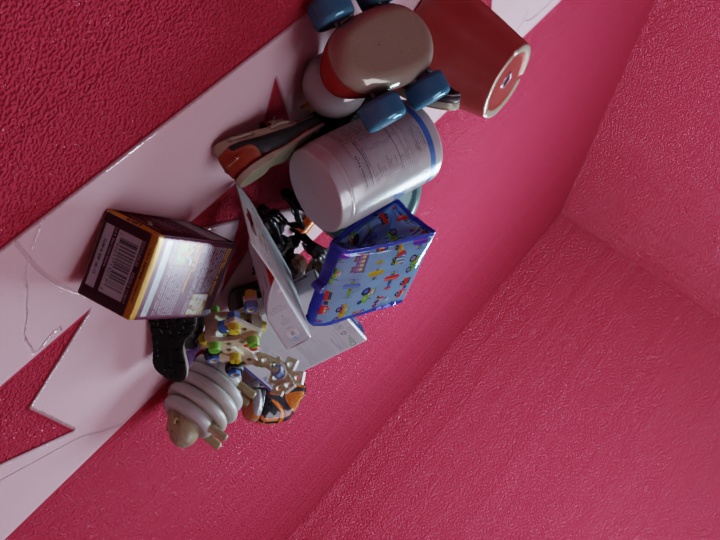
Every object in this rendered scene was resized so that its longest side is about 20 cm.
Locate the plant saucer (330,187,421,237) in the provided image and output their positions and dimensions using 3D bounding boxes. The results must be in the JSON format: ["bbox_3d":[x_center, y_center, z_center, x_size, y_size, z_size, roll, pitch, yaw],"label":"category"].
[{"bbox_3d":[0.026,-0.128,1.464,0.197,0.036,0.204,-10,109,-31],"label":"plant saucer"}]

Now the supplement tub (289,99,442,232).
[{"bbox_3d":[0.010,-0.154,1.337,0.199,0.132,0.133,-30,153,-27],"label":"supplement tub"}]

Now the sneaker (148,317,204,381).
[{"bbox_3d":[-0.269,0.070,1.383,0.201,0.075,0.088,109,5,-45],"label":"sneaker"}]

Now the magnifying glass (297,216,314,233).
[{"bbox_3d":[-0.050,-0.139,1.645,0.201,0.022,0.080,-51,163,-12],"label":"magnifying glass"}]

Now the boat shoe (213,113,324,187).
[{"bbox_3d":[-0.123,-0.182,1.287,0.200,0.063,0.071,-39,175,-44],"label":"boat shoe"}]

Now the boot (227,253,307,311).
[{"bbox_3d":[-0.147,0.088,1.623,0.200,0.063,0.189,-38,116,-52],"label":"boot"}]

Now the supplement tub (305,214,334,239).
[{"bbox_3d":[0.004,-0.151,1.553,0.201,0.144,0.145,-52,163,-9],"label":"supplement tub"}]

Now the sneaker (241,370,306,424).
[{"bbox_3d":[-0.159,0.178,1.662,0.111,0.204,0.077,11,160,-36],"label":"sneaker"}]

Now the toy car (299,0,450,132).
[{"bbox_3d":[-0.010,-0.280,1.304,0.176,0.186,0.199,-31,-177,-35],"label":"toy car"}]

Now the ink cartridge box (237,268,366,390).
[{"bbox_3d":[-0.115,0.102,1.524,0.198,0.041,0.200,-28,142,8],"label":"ink cartridge box"}]

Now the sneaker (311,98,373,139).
[{"bbox_3d":[-0.033,-0.236,1.437,0.200,0.060,0.104,-49,167,-9],"label":"sneaker"}]

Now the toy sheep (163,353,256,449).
[{"bbox_3d":[-0.255,0.211,1.549,0.201,0.136,0.139,-57,167,-34],"label":"toy sheep"}]

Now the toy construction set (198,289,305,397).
[{"bbox_3d":[-0.168,0.113,1.400,0.093,0.129,0.201,-91,156,-44],"label":"toy construction set"}]

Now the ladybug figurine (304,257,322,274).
[{"bbox_3d":[-0.055,0.033,1.603,0.136,0.071,0.201,-48,158,-30],"label":"ladybug figurine"}]

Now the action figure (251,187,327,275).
[{"bbox_3d":[-0.121,-0.037,1.501,0.118,0.102,0.201,-31,155,-21],"label":"action figure"}]

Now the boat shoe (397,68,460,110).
[{"bbox_3d":[0.065,-0.298,1.360,0.072,0.199,0.066,-18,134,-54],"label":"boat shoe"}]

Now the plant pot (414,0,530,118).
[{"bbox_3d":[0.183,-0.368,1.585,0.201,0.176,0.201,-49,163,-21],"label":"plant pot"}]

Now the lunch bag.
[{"bbox_3d":[0.000,0.000,1.378,0.199,0.094,0.152,-26,149,-45],"label":"lunch bag"}]

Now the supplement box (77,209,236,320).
[{"bbox_3d":[-0.256,-0.005,1.186,0.112,0.085,0.200,-67,162,6],"label":"supplement box"}]

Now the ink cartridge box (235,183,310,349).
[{"bbox_3d":[-0.143,-0.007,1.337,0.047,0.161,0.201,-26,130,3],"label":"ink cartridge box"}]
